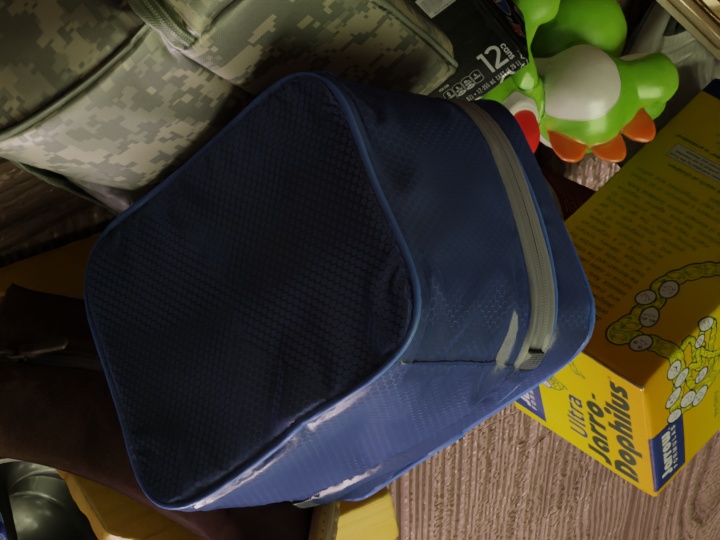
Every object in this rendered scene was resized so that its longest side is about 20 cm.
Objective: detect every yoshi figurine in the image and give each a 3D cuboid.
[{"bbox_3d":[0.072,-0.110,1.125,0.200,0.112,0.112,-7,100,-23],"label":"yoshi figurine"}]

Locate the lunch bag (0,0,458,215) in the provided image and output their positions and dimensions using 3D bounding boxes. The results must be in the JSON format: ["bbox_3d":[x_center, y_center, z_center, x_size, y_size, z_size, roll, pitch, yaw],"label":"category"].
[{"bbox_3d":[-0.083,-0.097,0.880,0.168,0.139,0.200,-46,151,9],"label":"lunch bag"}]

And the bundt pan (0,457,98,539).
[{"bbox_3d":[-0.214,0.141,1.134,0.202,0.076,0.202,-23,144,-18],"label":"bundt pan"}]

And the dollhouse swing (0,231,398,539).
[{"bbox_3d":[-0.095,0.102,1.101,0.182,0.200,0.176,-21,152,-29],"label":"dollhouse swing"}]

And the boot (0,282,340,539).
[{"bbox_3d":[-0.095,0.094,0.956,0.166,0.200,0.072,6,140,-7],"label":"boot"}]

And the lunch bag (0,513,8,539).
[{"bbox_3d":[-0.202,0.141,0.961,0.094,0.151,0.200,-8,125,-21],"label":"lunch bag"}]

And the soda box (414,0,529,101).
[{"bbox_3d":[-0.016,-0.077,1.007,0.200,0.071,0.063,-35,110,16],"label":"soda box"}]

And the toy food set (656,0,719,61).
[{"bbox_3d":[0.221,-0.188,1.129,0.144,0.060,0.200,-46,127,11],"label":"toy food set"}]

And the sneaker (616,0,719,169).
[{"bbox_3d":[0.196,-0.148,1.229,0.072,0.072,0.200,14,114,-23],"label":"sneaker"}]

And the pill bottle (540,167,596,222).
[{"bbox_3d":[0.089,-0.009,1.242,0.112,0.112,0.200,-47,150,16],"label":"pill bottle"}]

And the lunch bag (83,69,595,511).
[{"bbox_3d":[-0.010,0.018,0.865,0.132,0.136,0.200,5,149,-46],"label":"lunch bag"}]

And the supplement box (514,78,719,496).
[{"bbox_3d":[0.184,0.007,1.176,0.200,0.110,0.109,-43,145,-21],"label":"supplement box"}]
